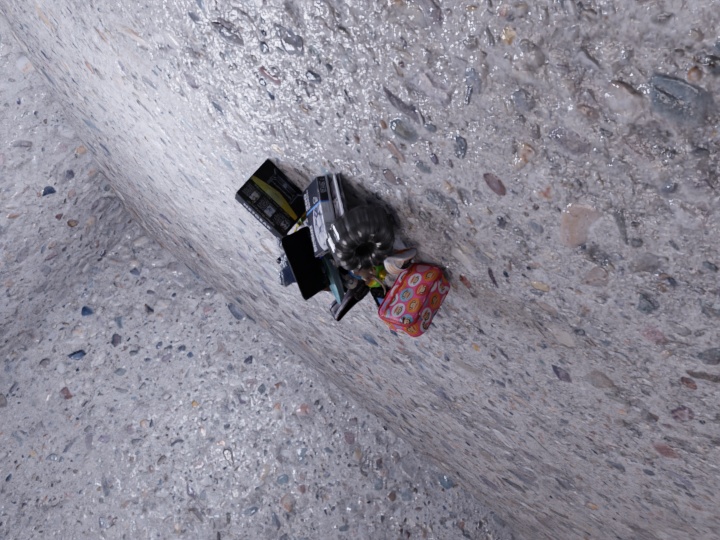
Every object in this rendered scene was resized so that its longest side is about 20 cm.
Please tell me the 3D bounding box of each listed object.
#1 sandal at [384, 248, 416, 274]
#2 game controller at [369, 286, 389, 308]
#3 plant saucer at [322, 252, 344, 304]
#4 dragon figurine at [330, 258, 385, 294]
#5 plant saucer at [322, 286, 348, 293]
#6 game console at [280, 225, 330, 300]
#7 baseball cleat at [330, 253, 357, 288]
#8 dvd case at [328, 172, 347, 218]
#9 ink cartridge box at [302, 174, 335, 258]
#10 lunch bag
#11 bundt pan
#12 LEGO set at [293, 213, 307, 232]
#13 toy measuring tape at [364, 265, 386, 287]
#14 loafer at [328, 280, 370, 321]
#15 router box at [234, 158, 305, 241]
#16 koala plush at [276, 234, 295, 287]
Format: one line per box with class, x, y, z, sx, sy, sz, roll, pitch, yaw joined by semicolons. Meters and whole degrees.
sandal;0.100;-0.023;1.520;0.205;0.077;0.062;1;108;66
game controller;0.102;0.128;1.852;0.102;0.042;0.203;20;150;41
plant saucer;-0.095;0.008;1.717;0.200;0.027;0.207;156;92;-80
dragon figurine;0.000;0.000;1.634;0.196;0.060;0.099;30;179;-28
plant saucer;-0.086;0.056;1.912;0.191;0.036;0.200;4;-178;0
game console;-0.185;-0.025;1.714;0.207;0.113;0.175;69;165;-8
baseball cleat;-0.066;-0.025;1.758;0.200;0.069;0.108;47;169;49
dvd case;-0.076;-0.169;1.521;0.200;0.015;0.155;142;116;-69
ink cartridge box;-0.125;-0.150;1.568;0.199;0.042;0.207;153;107;-67
lunch bag;0.141;0.077;1.490;0.173;0.203;0.082;11;151;48
bundt pan;0.007;-0.072;1.426;0.205;0.195;0.078;71;179;-52
LEGO set;-0.277;-0.178;1.805;0.155;0.117;0.197;50;156;-25
toy measuring tape;0.023;0.017;1.734;0.074;0.074;0.197;50;157;-25
loafer;-0.021;0.096;1.804;0.071;0.198;0.064;34;-159;-47
router box;-0.271;-0.221;1.666;0.199;0.158;0.052;42;157;-5
koala plush;-0.228;-0.032;1.895;0.177;0.186;0.199;-1;176;-23
